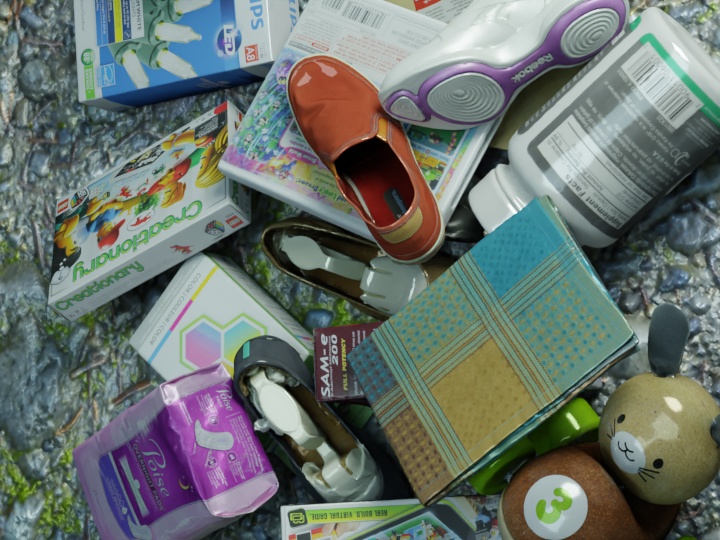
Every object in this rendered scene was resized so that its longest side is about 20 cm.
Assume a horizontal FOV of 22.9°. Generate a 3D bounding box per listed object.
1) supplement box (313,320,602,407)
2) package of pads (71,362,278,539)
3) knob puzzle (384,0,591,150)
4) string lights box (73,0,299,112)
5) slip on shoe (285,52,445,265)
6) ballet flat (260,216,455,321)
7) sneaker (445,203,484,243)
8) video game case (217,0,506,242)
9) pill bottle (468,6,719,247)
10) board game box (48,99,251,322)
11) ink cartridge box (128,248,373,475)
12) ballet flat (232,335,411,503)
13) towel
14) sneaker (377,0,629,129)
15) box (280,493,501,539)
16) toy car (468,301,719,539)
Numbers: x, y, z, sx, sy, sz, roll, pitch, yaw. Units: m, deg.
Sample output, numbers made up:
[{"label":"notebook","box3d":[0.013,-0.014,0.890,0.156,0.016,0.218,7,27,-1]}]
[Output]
[{"label":"supplement box","box3d":[0.075,0.068,1.367,0.199,0.109,0.061,-7,81,23]},{"label":"package of pads","box3d":[-0.157,0.166,1.459,0.200,0.075,0.121,-34,78,51]},{"label":"knob puzzle","box3d":[0.114,-0.187,1.420,0.218,0.030,0.222,-3,83,27]},{"label":"string lights box","box3d":[-0.151,-0.208,1.545,0.199,0.059,0.104,-9,82,27]},{"label":"slip on shoe","box3d":[0.000,-0.094,1.354,0.074,0.061,0.201,-33,62,7]},{"label":"ballet flat","box3d":[0.000,0.000,1.438,0.199,0.072,0.068,22,97,27]},{"label":"sneaker","box3d":[0.022,-0.086,1.434,0.199,0.074,0.089,27,99,27]},{"label":"video game case","box3d":[0.009,-0.123,1.409,0.199,0.024,0.183,24,80,26]},{"label":"pill bottle","box3d":[0.182,-0.090,1.328,0.200,0.113,0.113,-43,68,18]},{"label":"board game box","box3d":[-0.181,-0.050,1.529,0.199,0.035,0.127,-28,43,23]},{"label":"ink cartridge box","box3d":[-0.090,0.083,1.484,0.200,0.059,0.104,42,103,24]},{"label":"ballet flat","box3d":[-0.033,0.139,1.406,0.073,0.073,0.200,-37,92,19]},{"label":"towel","box3d":[0.091,0.057,1.274,0.200,0.022,0.147,-41,55,18]},{"label":"sneaker","box3d":[0.103,-0.176,1.355,0.199,0.075,0.100,-25,46,5]},{"label":"box","box3d":[0.040,0.230,1.366,0.198,0.035,0.111,-3,83,-1]},{"label":"toy car","box3d":[0.196,0.127,1.247,0.165,0.157,0.200,52,131,25]}]
